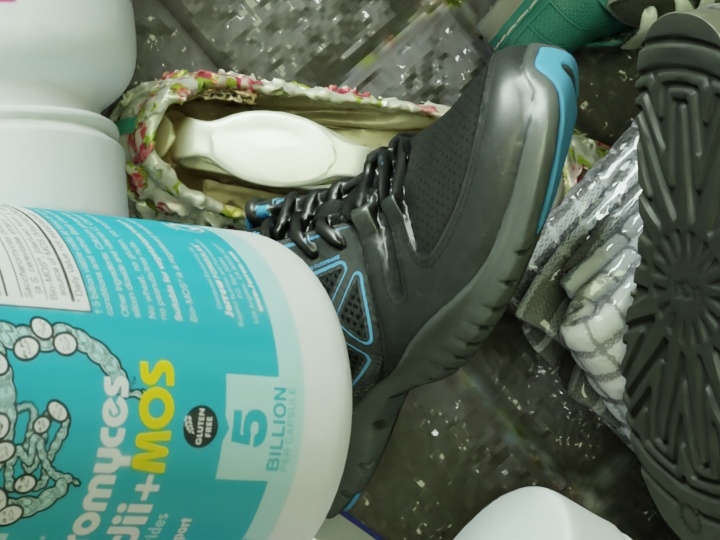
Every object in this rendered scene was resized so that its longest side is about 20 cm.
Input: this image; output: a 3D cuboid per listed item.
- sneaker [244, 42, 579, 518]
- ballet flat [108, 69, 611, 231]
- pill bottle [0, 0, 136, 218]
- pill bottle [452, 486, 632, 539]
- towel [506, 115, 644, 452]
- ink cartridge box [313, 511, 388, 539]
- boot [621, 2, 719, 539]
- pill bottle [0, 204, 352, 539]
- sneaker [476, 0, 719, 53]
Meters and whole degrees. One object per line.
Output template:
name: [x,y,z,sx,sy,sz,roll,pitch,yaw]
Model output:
sneaker: [0.000,0.000,0.750,0.082,0.200,0.073,30,37,-6]
ballet flat: [0.008,-0.028,0.809,0.199,0.064,0.076,5,82,-10]
pill bottle: [-0.132,-0.104,0.757,0.113,0.113,0.201,-7,80,-10]
pill bottle: [0.113,0.159,0.766,0.200,0.114,0.114,33,80,-19]
towel: [0.158,-0.002,0.803,0.200,0.086,0.166,-46,119,-6]
ink cartridge box: [-0.040,0.156,0.764,0.197,0.047,0.200,36,38,-5]
boot: [0.181,-0.013,0.730,0.199,0.072,0.183,-10,112,-31]
pill bottle: [-0.108,0.036,0.672,0.199,0.111,0.111,5,83,-39]
sneaker: [0.138,-0.115,0.836,0.200,0.071,0.080,-32,87,-12]
